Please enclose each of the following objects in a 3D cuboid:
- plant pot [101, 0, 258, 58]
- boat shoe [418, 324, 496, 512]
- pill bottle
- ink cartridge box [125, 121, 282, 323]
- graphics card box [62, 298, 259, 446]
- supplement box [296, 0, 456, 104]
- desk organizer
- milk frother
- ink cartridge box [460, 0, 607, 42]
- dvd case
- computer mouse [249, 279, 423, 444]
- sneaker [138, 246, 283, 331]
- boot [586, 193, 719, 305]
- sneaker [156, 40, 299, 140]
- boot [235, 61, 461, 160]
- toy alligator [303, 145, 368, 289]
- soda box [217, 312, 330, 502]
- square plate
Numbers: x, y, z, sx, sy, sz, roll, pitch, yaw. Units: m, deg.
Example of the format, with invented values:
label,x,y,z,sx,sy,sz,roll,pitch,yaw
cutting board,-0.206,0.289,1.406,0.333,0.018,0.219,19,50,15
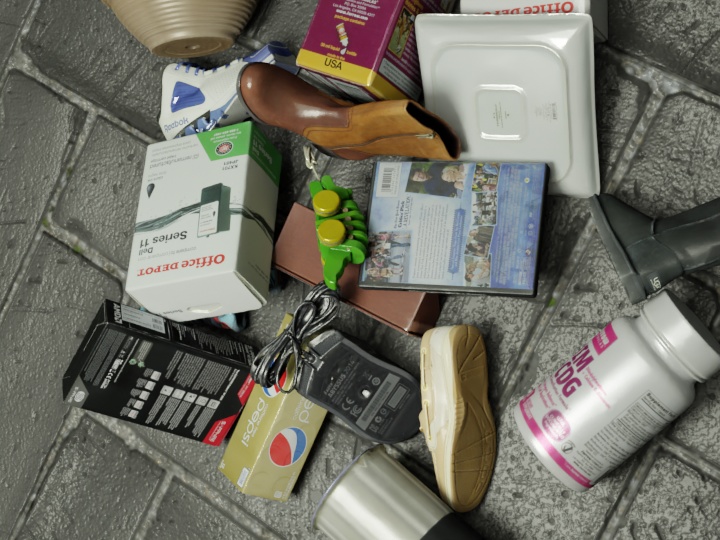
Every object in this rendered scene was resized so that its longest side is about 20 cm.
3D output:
label,x,y,z,sx,sy,sz,roll,pitch,yaw
plant pot,-0.203,-0.306,1.540,0.199,0.201,0.094,-8,86,25
boat shoe,0.098,0.157,1.423,0.069,0.073,0.202,2,94,48
pill bottle,0.261,0.118,1.319,0.200,0.113,0.114,-43,69,15
ink cartridge box,-0.176,-0.053,1.495,0.145,0.083,0.201,-10,58,22
graphics card box,-0.225,0.120,1.501,0.126,0.199,0.051,-57,30,25
supplement box,0.028,-0.289,1.456,0.103,0.131,0.201,21,88,27
desk organizer,0.000,0.000,1.481,0.199,0.072,0.077,26,94,25
milk frother,0.019,0.318,1.357,0.188,0.199,0.181,38,118,21
ink cartridge box,0.187,-0.343,1.418,0.144,0.084,0.202,-2,84,26
dvd case,0.098,-0.046,1.403,0.198,0.018,0.144,3,77,22
computer mouse,-0.011,0.111,1.447,0.200,0.053,0.139,38,94,-16
sneaker,-0.178,0.037,1.558,0.199,0.079,0.096,-33,74,19
boot,0.340,-0.056,1.316,0.199,0.066,0.165,-25,37,10
sneaker,-0.180,-0.221,1.585,0.199,0.080,0.116,-41,72,18
boot,-0.016,-0.166,1.413,0.199,0.188,0.069,10,67,49
toy alligator,-0.025,-0.065,1.437,0.054,0.060,0.201,-8,53,-3
soda box,-0.084,0.156,1.496,0.064,0.067,0.201,33,100,51
square plate,0.153,-0.172,1.398,0.197,0.028,0.202,5,117,26
